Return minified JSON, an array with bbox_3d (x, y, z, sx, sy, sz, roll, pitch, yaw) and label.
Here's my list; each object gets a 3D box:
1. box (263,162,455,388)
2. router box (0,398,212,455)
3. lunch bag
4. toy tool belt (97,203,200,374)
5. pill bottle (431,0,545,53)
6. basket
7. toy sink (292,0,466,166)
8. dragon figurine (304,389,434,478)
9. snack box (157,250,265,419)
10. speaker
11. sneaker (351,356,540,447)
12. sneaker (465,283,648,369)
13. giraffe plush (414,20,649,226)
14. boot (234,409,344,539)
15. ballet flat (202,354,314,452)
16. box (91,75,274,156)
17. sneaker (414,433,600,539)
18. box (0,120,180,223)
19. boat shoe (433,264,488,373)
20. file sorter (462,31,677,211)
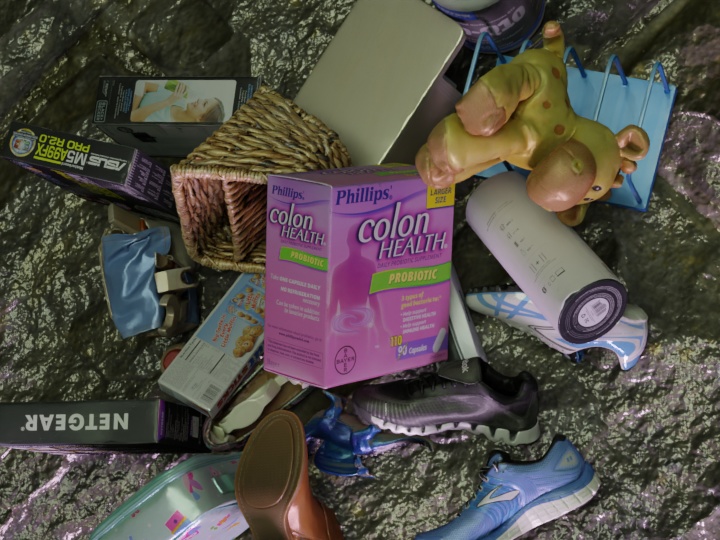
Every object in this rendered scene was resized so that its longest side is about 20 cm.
[{"bbox_3d":[0.000,0.000,1.483,0.097,0.176,0.200,12,105,45],"label":"box"},{"bbox_3d":[-0.280,0.173,1.619,0.200,0.149,0.051,-3,79,16],"label":"router box"},{"bbox_3d":[-0.179,0.254,1.544,0.160,0.200,0.077,-42,75,14],"label":"lunch bag"},{"bbox_3d":[-0.235,0.029,1.649,0.125,0.123,0.200,-19,74,13],"label":"toy tool belt"},{"bbox_3d":[0.125,-0.313,1.567,0.114,0.200,0.114,-4,78,17],"label":"pill bottle"},{"bbox_3d":[-0.096,-0.066,1.568,0.143,0.200,0.149,36,66,18],"label":"basket"},{"bbox_3d":[0.028,-0.195,1.621,0.130,0.112,0.200,34,95,21],"label":"toy sink"},{"bbox_3d":[-0.012,0.191,1.578,0.200,0.059,0.100,19,87,24],"label":"dragon figurine"},{"bbox_3d":[-0.134,0.066,1.620,0.072,0.024,0.200,26,63,21],"label":"snack box"},{"bbox_3d":[0.184,-0.017,1.497,0.081,0.081,0.200,-41,44,5],"label":"speaker"},{"bbox_3d":[0.093,0.124,1.520,0.200,0.067,0.091,7,119,-1],"label":"sneaker"},{"bbox_3d":[0.199,0.055,1.539,0.200,0.072,0.073,13,98,24],"label":"sneaker"},{"bbox_3d":[0.177,-0.121,1.428,0.162,0.173,0.200,46,68,4],"label":"giraffe plush"},{"bbox_3d":[-0.058,0.247,1.529,0.077,0.155,0.200,-6,81,26],"label":"boot"},{"bbox_3d":[-0.093,0.126,1.604,0.200,0.071,0.069,-44,95,0],"label":"ballet flat"},{"bbox_3d":[-0.188,-0.174,1.682,0.200,0.117,0.060,3,76,19],"label":"box"},{"bbox_3d":[0.139,0.231,1.508,0.200,0.079,0.089,-29,87,1],"label":"sneaker"},{"bbox_3d":[-0.281,-0.105,1.650,0.160,0.200,0.044,15,84,19],"label":"box"},{"bbox_3d":[0.075,0.031,1.584,0.068,0.072,0.200,-22,80,10],"label":"boat shoe"},{"bbox_3d":[0.213,-0.160,1.550,0.200,0.123,0.139,13,83,19],"label":"file sorter"}]
